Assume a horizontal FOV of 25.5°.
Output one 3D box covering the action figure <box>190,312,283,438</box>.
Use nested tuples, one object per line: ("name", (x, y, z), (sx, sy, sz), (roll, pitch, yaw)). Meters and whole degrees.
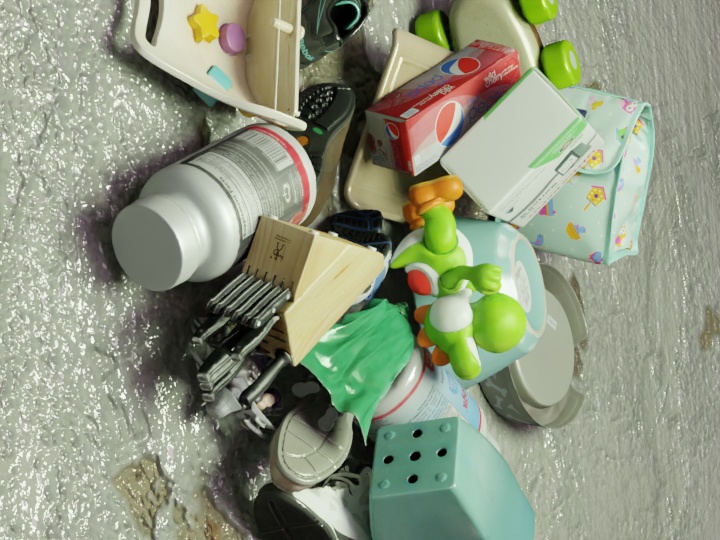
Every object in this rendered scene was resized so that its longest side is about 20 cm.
("action figure", (-0.101, 0.074, 1.534), (0.201, 0.069, 0.131), (-58, 134, -37))

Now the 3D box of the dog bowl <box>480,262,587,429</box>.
("dog bowl", (0.206, 0.094, 1.939), (0.199, 0.058, 0.202), (15, 71, -51))

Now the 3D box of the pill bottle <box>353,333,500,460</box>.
("pill bottle", (0.066, 0.157, 1.699), (0.200, 0.108, 0.110), (47, 48, -38))

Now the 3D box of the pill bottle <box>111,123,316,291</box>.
("pill bottle", (-0.137, -0.056, 1.474), (0.200, 0.110, 0.112), (-35, 110, -50))

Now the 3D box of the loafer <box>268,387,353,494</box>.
("loafer", (-0.047, 0.157, 1.554), (0.072, 0.063, 0.200), (36, 35, -6))

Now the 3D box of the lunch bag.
("lunch bag", (0.258, -0.124, 1.921), (0.122, 0.169, 0.202), (-20, 121, -53))

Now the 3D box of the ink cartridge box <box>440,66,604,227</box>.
("ink cartridge box", (0.185, -0.133, 1.769), (0.084, 0.146, 0.200), (47, 10, 13))

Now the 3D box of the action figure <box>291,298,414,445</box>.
("action figure", (0.003, 0.082, 1.569), (0.119, 0.055, 0.200), (55, 36, -6))

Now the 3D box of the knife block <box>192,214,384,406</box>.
("knife block", (-0.071, 0.045, 1.471), (0.200, 0.064, 0.177), (13, 97, -62))

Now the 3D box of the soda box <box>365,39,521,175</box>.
("soda box", (0.095, -0.179, 1.736), (0.199, 0.063, 0.071), (-35, 128, -36))

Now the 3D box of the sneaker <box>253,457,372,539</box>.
("sneaker", (-0.040, 0.229, 1.588), (0.201, 0.075, 0.116), (50, 37, -45))

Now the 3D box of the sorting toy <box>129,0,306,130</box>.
("sorting toy", (-0.143, -0.242, 1.525), (0.179, 0.106, 0.202), (14, 71, -43))

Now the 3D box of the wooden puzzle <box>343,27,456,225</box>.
("wooden puzzle", (0.061, -0.154, 1.785), (0.184, 0.037, 0.202), (13, 93, -51))

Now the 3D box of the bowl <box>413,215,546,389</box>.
("bowl", (0.141, 0.026, 1.769), (0.201, 0.104, 0.203), (-11, 90, -69))

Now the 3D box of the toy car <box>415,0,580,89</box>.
("toy car", (0.182, -0.290, 1.923), (0.159, 0.163, 0.200), (67, 27, -18))

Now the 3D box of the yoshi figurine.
("yoshi figurine", (0.111, 0.008, 1.624), (0.112, 0.111, 0.202), (2, 70, -48))

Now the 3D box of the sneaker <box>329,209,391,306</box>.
("sneaker", (0.000, 0.000, 1.630), (0.200, 0.075, 0.078), (-72, 158, -69))

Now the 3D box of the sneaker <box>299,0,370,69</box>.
("sneaker", (-0.017, -0.280, 1.708), (0.076, 0.079, 0.201), (59, 41, -26))

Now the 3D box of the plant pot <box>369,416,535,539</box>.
("plant pot", (0.083, 0.249, 1.619), (0.142, 0.140, 0.201), (-81, 155, -45))

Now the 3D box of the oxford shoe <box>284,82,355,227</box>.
("oxford shoe", (-0.053, -0.120, 1.650), (0.085, 0.072, 0.201), (86, 19, -44))
